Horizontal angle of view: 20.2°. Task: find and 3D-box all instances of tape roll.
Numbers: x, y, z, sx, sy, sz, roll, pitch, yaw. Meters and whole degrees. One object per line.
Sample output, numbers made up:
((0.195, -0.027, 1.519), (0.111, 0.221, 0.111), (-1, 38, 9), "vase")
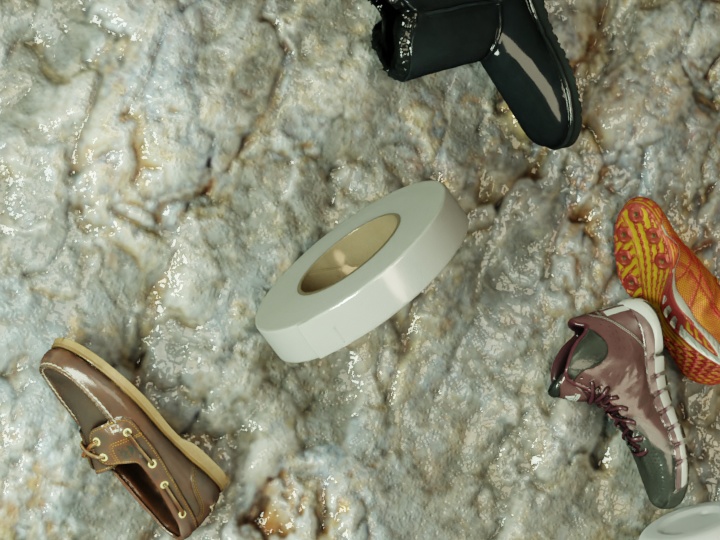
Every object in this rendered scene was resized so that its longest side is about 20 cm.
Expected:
((0.000, 0.000, 1.692), (0.203, 0.203, 0.037), (-43, 107, -21), "tape roll")

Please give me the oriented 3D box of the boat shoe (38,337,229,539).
((-0.193, 0.141, 1.663), (0.200, 0.070, 0.070), (45, 67, -19), "boat shoe")

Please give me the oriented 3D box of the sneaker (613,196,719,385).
((0.303, 0.014, 1.930), (0.077, 0.073, 0.200), (-45, 113, -44), "sneaker")

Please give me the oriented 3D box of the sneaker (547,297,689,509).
((0.232, 0.131, 1.885), (0.115, 0.076, 0.201), (-8, 82, -22), "sneaker")

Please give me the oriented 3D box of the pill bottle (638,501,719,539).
((0.341, 0.328, 1.907), (0.110, 0.111, 0.201), (-22, 99, -25), "pill bottle")

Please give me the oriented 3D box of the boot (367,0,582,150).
((0.097, -0.189, 1.812), (0.168, 0.076, 0.201), (-17, 90, -30), "boot")
